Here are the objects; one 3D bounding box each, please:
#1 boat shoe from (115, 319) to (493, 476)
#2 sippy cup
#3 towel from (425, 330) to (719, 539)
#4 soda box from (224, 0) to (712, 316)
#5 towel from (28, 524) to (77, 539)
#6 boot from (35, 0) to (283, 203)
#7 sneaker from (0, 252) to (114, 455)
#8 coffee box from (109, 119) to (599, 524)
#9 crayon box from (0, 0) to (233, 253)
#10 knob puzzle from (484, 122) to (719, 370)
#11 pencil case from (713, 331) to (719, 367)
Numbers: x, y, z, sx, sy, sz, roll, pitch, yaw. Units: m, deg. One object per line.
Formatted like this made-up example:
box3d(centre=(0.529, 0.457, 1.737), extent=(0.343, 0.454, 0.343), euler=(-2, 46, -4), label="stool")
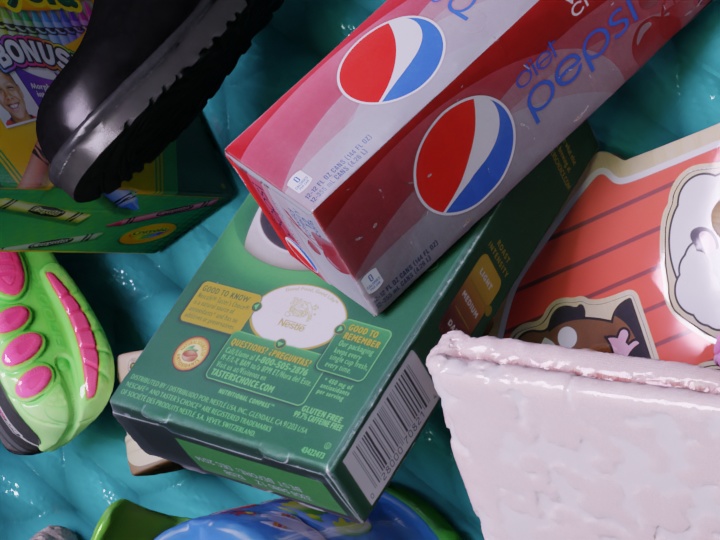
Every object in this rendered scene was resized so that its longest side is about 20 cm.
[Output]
box3d(centre=(-0.032, 0.034, 1.084), extent=(0.200, 0.072, 0.065), euler=(-23, 78, 36), label="boat shoe")
box3d(centre=(-0.033, 0.153, 1.037), extent=(0.177, 0.130, 0.140), euler=(-14, 78, 28), label="sippy cup")
box3d(centre=(0.131, 0.111, 0.931), extent=(0.190, 0.032, 0.201), euler=(6, 131, 32), label="towel")
box3d(centre=(0.046, -0.080, 0.974), extent=(0.200, 0.070, 0.063), euler=(-43, 44, -12), label="soda box")
box3d(centre=(-0.191, 0.219, 1.150), extent=(0.034, 0.133, 0.201), euler=(25, 103, 4), label="towel")
box3d(centre=(-0.116, -0.142, 1.069), extent=(0.158, 0.211, 0.079), euler=(33, 151, 5), label="boot")
box3d(centre=(-0.176, -0.001, 1.172), extent=(0.084, 0.076, 0.201), euler=(-53, 46, 47), label="sneaker")
box3d(centre=(0.000, 0.000, 1.012), extent=(0.123, 0.044, 0.200), euler=(13, 60, 37), label="coffee box")
box3d(centre=(-0.156, -0.072, 1.089), extent=(0.058, 0.200, 0.119), euler=(-35, 71, 30), label="crayon box")
box3d(centre=(0.121, 0.045, 1.005), extent=(0.219, 0.030, 0.221), euler=(-1, 89, 33), label="knob puzzle")
box3d(centre=(0.210, -0.030, 0.905), extent=(0.083, 0.086, 0.200), euler=(32, 98, 16), label="pencil case")
